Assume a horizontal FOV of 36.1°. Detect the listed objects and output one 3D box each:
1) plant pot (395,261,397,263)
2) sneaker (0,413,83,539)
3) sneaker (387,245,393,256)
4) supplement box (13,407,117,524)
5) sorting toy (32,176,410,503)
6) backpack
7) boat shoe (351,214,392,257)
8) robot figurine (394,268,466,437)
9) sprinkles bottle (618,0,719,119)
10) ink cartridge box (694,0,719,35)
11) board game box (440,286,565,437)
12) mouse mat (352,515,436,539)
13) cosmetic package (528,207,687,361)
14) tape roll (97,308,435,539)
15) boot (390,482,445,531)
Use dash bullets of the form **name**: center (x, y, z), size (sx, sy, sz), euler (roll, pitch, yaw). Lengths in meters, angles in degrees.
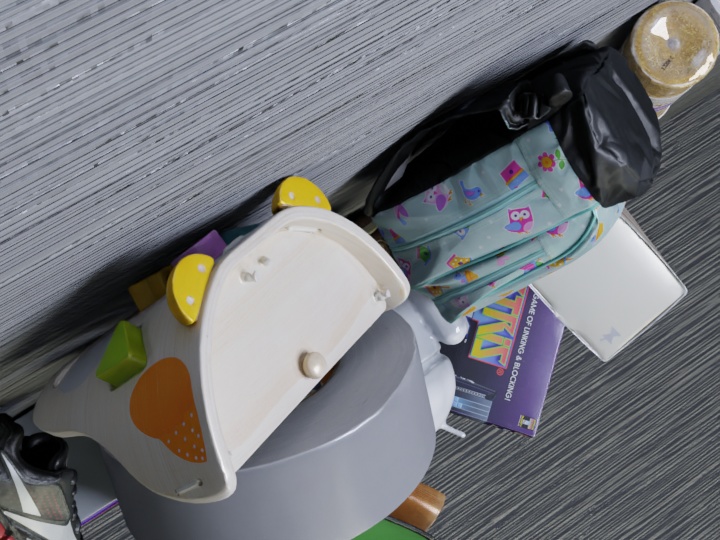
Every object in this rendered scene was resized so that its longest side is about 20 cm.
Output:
- **plant pot**: center (0.101, 0.006, 1.202), size (0.139, 0.202, 0.200), euler (-6, 159, -42)
- **sneaker**: center (-0.238, 0.179, 0.817), size (0.098, 0.201, 0.071), euler (-44, -139, -17)
- **sneaker**: center (0.099, -0.087, 0.942), size (0.199, 0.073, 0.082), euler (-37, -158, 24)
- **supplement box**: center (-0.244, 0.165, 0.977), size (0.103, 0.102, 0.200), euler (-32, 177, -5)
- **sorting toy**: center (-0.101, 0.039, 0.637), size (0.179, 0.107, 0.200), euler (-19, -164, 38)
- **backpack**: center (0.101, -0.056, 0.758), size (0.199, 0.127, 0.167), euler (-31, -179, 30)
- **boat shoe**: center (0.005, -0.003, 1.032), size (0.074, 0.075, 0.202), euler (-32, 176, -2)
- **robot figurine**: center (-0.001, 0.062, 0.859), size (0.169, 0.201, 0.113), euler (-34, 177, 21)
- **sprinkles bottle**: center (0.242, -0.166, 0.920), size (0.068, 0.069, 0.200), euler (-32, 176, 3)
- **ink cartridge box**: center (0.375, -0.255, 1.023), size (0.199, 0.050, 0.161), euler (-29, 176, -10)
- **board game box**: center (0.109, 0.037, 1.042), size (0.057, 0.164, 0.202), euler (109, -3, -83)
- **mouse mat**: center (-0.063, 0.183, 0.814), size (0.160, 0.199, 0.008), euler (-30, -143, 43)
- **cosmetic package**: center (0.181, -0.024, 0.906), size (0.087, 0.103, 0.200), euler (-41, -164, 14)
- **tape roll**: center (-0.056, 0.089, 0.670), size (0.198, 0.067, 0.201), euler (-11, -155, 5)
- **boot**: center (-0.061, 0.173, 0.859), size (0.188, 0.199, 0.069), euler (-48, -161, 36)
